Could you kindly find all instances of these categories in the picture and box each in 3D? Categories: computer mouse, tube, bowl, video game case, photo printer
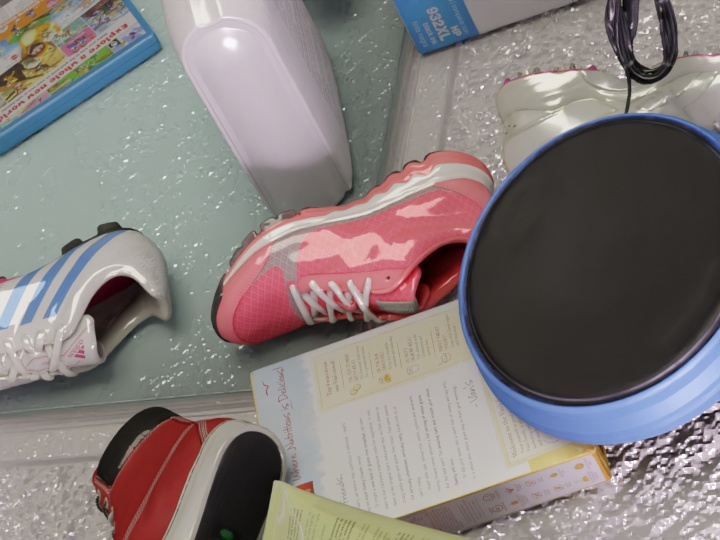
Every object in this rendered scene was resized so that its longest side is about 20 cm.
[{"bbox_3d":[0.156,-0.084,1.589,0.058,0.034,0.201,11,100,6],"label":"computer mouse"},{"bbox_3d":[0.027,0.170,1.475,0.199,0.052,0.058,7,42,31],"label":"tube"},{"bbox_3d":[0.146,0.000,1.505,0.200,0.039,0.201,-15,58,25],"label":"bowl"},{"bbox_3d":[-0.246,-0.182,1.950,0.143,0.018,0.200,-33,46,-4],"label":"video game case"},{"bbox_3d":[-0.074,-0.153,1.716,0.069,0.200,0.167,-20,47,9],"label":"photo printer"}]

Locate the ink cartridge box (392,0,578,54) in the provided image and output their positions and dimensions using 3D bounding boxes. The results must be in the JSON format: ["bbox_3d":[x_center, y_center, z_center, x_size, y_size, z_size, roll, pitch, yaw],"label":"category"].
[{"bbox_3d":[0.112,-0.251,1.787,0.199,0.084,0.145,-18,47,12],"label":"ink cartridge box"}]

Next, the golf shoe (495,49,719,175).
[{"bbox_3d":[0.182,-0.084,1.635,0.199,0.075,0.092,-6,71,20],"label":"golf shoe"}]

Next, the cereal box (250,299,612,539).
[{"bbox_3d":[0.038,0.092,1.566,0.199,0.040,0.144,-19,48,11],"label":"cereal box"}]

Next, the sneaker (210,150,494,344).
[{"bbox_3d":[0.000,0.000,1.639,0.200,0.074,0.087,-28,47,2],"label":"sneaker"}]

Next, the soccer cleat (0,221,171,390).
[{"bbox_3d":[-0.213,0.042,1.708,0.200,0.070,0.086,-31,46,-1],"label":"soccer cleat"}]

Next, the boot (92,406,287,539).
[{"bbox_3d":[-0.133,0.177,1.570,0.144,0.072,0.200,4,66,53],"label":"boot"}]
